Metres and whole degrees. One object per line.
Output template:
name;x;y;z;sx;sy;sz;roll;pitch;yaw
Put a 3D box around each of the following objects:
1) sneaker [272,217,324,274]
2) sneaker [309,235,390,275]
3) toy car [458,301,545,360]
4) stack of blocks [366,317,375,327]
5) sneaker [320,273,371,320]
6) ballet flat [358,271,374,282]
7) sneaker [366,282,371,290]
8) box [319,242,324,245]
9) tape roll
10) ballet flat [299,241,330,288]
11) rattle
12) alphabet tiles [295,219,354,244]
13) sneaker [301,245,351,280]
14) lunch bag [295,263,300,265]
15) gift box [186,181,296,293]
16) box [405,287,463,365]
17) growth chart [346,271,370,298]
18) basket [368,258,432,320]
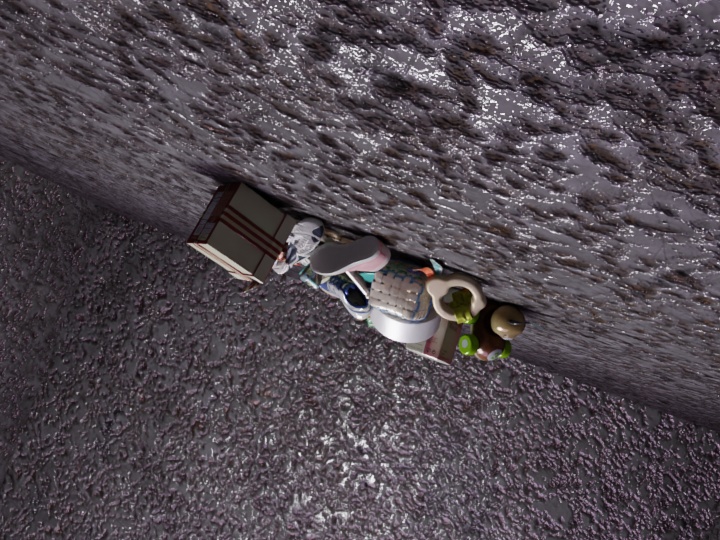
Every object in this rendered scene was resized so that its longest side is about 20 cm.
sneaker;-0.135;-0.080;1.511;0.079;0.199;0.130;43;-142;1
sneaker;-0.019;-0.026;1.443;0.196;0.078;0.104;-13;163;28
toy car;0.385;0.158;1.630;0.161;0.163;0.198;9;168;-34
stack of blocks;0.118;0.101;1.788;0.113;0.060;0.198;0;-160;41
sneaker;-0.044;0.039;1.598;0.199;0.076;0.088;39;162;9
ballet flat;0.000;0.000;1.752;0.196;0.069;0.068;-10;149;34
sneaker;0.019;0.058;1.808;0.082;0.083;0.199;24;-140;31
box;-0.089;-0.053;1.827;0.161;0.022;0.199;17;174;36
tape roll;0.124;0.095;1.637;0.198;0.204;0.072;18;132;15
ballet flat;-0.100;-0.008;1.555;0.072;0.076;0.201;18;-152;7
rattle;0.211;0.017;1.471;0.198;0.145;0.130;37;137;-12
alphabet tiles;-0.090;-0.086;1.613;0.195;0.015;0.195;19;173;21
sneaker;-0.092;-0.017;1.681;0.196;0.075;0.089;28;164;1
lunch bag;-0.273;-0.086;1.866;0.172;0.084;0.200;18;174;21
gift box;-0.277;-0.068;1.417;0.185;0.203;0.183;34;170;-29
box;0.223;0.151;1.752;0.107;0.205;0.127;15;173;29
growth chart;-0.025;-0.003;1.582;0.145;0.018;0.200;51;-176;-17
basket;0.115;0.047;1.542;0.172;0.143;0.199;17;-172;16
